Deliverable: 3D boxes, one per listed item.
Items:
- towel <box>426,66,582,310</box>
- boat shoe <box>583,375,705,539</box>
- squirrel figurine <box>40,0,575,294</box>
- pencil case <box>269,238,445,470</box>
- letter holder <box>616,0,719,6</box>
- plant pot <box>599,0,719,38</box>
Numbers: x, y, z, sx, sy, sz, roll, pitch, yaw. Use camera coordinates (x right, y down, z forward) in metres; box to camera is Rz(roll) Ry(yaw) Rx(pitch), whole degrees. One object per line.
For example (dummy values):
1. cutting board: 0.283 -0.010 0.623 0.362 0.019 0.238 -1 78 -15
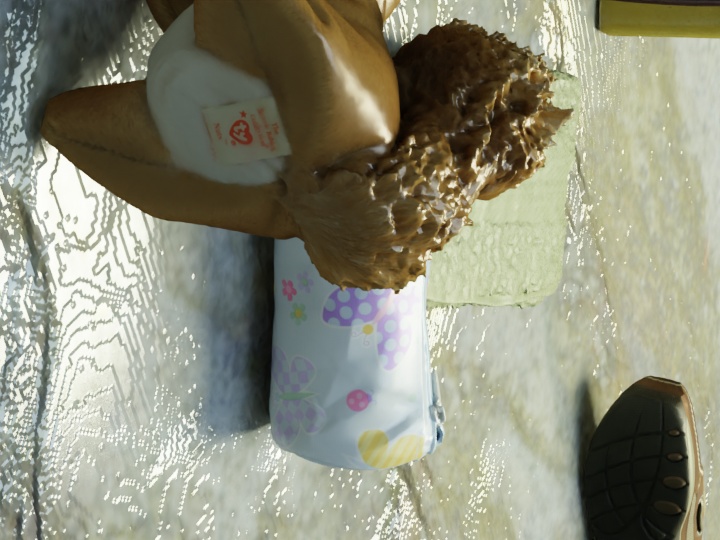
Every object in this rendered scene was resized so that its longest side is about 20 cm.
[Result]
1. towel: 0.063 -0.050 1.324 0.200 0.036 0.149 -4 103 -56
2. boat shoe: 0.193 0.154 1.568 0.074 0.075 0.201 -44 143 -49
3. squirrel figurine: -0.009 -0.092 1.070 0.142 0.200 0.187 -50 -176 34
4. pencil case: 0.000 0.000 1.191 0.083 0.090 0.201 -21 116 -53
5. letter holder: 0.122 -0.218 1.207 0.100 0.199 0.143 17 86 -58
6. plant pot: 0.284 -0.238 1.455 0.195 0.199 0.195 -17 114 -53
